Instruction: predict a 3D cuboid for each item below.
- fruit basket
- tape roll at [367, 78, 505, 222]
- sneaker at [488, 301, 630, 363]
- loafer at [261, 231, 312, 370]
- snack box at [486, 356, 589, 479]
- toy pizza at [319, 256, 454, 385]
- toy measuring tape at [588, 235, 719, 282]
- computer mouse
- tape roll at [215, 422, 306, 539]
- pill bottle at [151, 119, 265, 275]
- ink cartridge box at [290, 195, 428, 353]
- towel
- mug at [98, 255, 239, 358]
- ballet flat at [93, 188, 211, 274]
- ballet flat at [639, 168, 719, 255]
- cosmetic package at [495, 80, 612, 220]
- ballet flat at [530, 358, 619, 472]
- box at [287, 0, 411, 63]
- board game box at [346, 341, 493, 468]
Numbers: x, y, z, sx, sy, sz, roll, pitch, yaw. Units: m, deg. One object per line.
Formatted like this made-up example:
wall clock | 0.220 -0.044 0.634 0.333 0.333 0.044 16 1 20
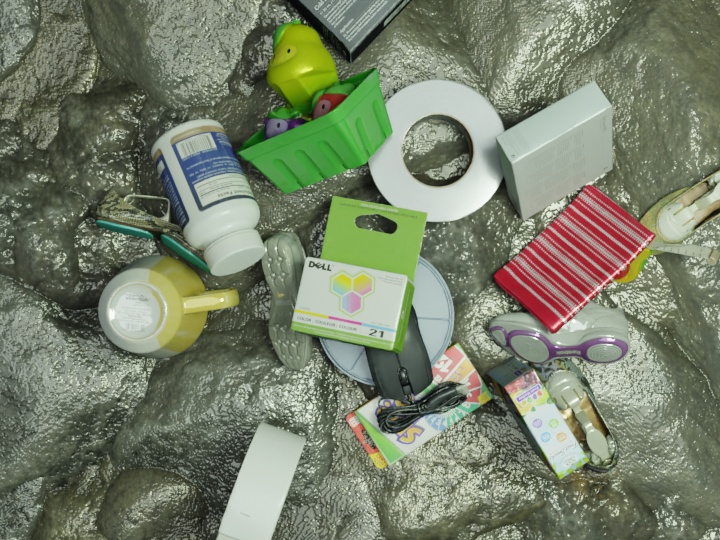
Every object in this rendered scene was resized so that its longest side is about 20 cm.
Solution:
fruit basket | -0.075 -0.233 1.579 0.215 0.156 0.216 18 132 21
tape roll | 0.108 -0.168 1.648 0.199 0.066 0.202 0 92 0
sneaker | 0.285 0.082 1.653 0.199 0.100 0.075 5 135 9
loafer | -0.096 0.043 1.653 0.070 0.070 0.201 4 110 27
snack box | 0.239 0.197 1.586 0.053 0.200 0.143 -33 90 0
toy pizza | 0.035 0.066 1.668 0.199 0.032 0.202 0 89 1
toy measuring tape | 0.403 -0.012 1.627 0.199 0.073 0.074 11 91 29
computer mouse | 0.058 0.119 1.623 0.138 0.053 0.201 -22 88 2
tape roll | -0.140 0.315 1.592 0.070 0.202 0.203 20 91 0
pill bottle | -0.206 -0.099 1.606 0.111 0.111 0.201 -25 74 1
ink cartridge box | 0.000 0.000 1.578 0.147 0.076 0.201 10 84 12
towel | 0.297 -0.019 1.625 0.200 0.022 0.145 -44 49 2
mug | -0.283 0.042 1.612 0.186 0.153 0.150 -39 90 1
ballet flat | -0.282 -0.066 1.658 0.199 0.068 0.076 23 76 2
ballet flat | 0.477 -0.091 1.645 0.199 0.071 0.071 -33 91 1
cosmetic package | 0.269 -0.159 1.579 0.150 0.200 0.052 -28 67 1
ballet flat | 0.312 0.200 1.652 0.072 0.072 0.201 -30 90 1
box | -0.009 -0.432 1.624 0.182 0.104 0.200 45 91 -1
board game box | 0.084 0.198 1.676 0.199 0.030 0.096 -34 90 3
